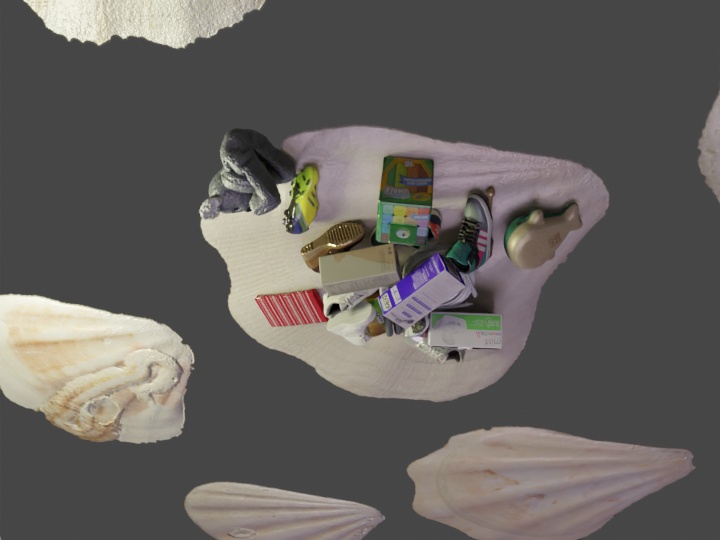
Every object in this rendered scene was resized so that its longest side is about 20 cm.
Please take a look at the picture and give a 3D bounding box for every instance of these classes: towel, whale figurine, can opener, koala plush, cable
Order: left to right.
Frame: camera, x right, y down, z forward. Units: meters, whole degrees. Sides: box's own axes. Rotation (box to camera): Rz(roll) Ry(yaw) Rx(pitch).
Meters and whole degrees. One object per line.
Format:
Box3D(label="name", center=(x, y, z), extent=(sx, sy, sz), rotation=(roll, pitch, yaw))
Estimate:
Box3D(label="koala plush", center=(-0.282, -0.205, 1.419), extent=(0.198, 0.179, 0.184), rotation=(-32, 113, 35))
Box3D(label="towel", center=(-0.200, 0.113, 1.827), extent=(0.194, 0.023, 0.146), rotation=(-7, 136, 17))
Box3D(label="can opener", center=(0.084, 0.107, 1.676), extent=(0.051, 0.068, 0.204), rotation=(-9, 133, -3))
Box3D(label="cable", center=(0.205, 0.018, 1.620), extent=(0.193, 0.070, 0.204), rotation=(-11, 128, 3))
Box3D(label="whale figurine", center=(0.436, -0.095, 1.489), extent=(0.197, 0.105, 0.160), rotation=(-32, 128, 3))

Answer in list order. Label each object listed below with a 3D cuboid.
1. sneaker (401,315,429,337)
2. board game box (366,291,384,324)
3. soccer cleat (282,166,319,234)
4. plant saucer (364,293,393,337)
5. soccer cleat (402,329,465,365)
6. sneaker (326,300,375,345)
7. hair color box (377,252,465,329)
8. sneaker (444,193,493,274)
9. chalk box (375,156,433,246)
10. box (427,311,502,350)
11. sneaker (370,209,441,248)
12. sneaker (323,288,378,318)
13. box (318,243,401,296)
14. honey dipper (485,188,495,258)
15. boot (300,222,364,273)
Box3D(label="sneaker", center=(0.159, 0.141, 1.691), extent=(0.070, 0.074, 0.200), rotation=(-8, 171, -11))
Box3D(label="board game box", center=(0.123, 0.075, 1.710), extent=(0.195, 0.030, 0.097), rotation=(-22, 128, 11))
Box3D(label="soccer cleat", center=(-0.133, -0.173, 1.511), extent=(0.082, 0.066, 0.203), rotation=(-6, 139, -31))
Box3D(label="plant saucer", center=(0.005, 0.119, 1.794), extent=(0.193, 0.036, 0.204), rotation=(4, 135, 3))
Box3D(label="soccer cleat", center=(0.221, 0.229, 1.840), extent=(0.193, 0.088, 0.071), rotation=(11, 137, -3))
Box3D(label="sneaker", center=(0.004, 0.152, 1.744), extent=(0.114, 0.075, 0.198), rotation=(32, 148, -27))
Box3D(label="hair color box", center=(0.152, 0.054, 1.541), extent=(0.198, 0.066, 0.108), rotation=(-39, 138, 19))
Box3D(label="sneaker", center=(0.255, -0.073, 1.484), extent=(0.082, 0.120, 0.205), rotation=(22, 136, 38))
Box3D(label="chalk box", center=(0.099, -0.143, 1.393), extent=(0.120, 0.204, 0.126), rotation=(5, 137, 2))
Box3D(label="box", center=(0.283, 0.168, 1.700), extent=(0.193, 0.100, 0.176), rotation=(2, 174, 6))
Box3D(label="sneaker", center=(0.108, -0.085, 1.535), extent=(0.195, 0.086, 0.075), rotation=(-20, 131, 26))
Box3D(label="sneaker", center=(-0.020, 0.068, 1.672), extent=(0.197, 0.082, 0.076), rotation=(-32, 112, 23))
Box3D(label="box", center=(0.000, 0.000, 1.548), extent=(0.193, 0.080, 0.095), rotation=(-9, 159, 8))
Box3D(label="honey dipper", center=(0.314, -0.114, 1.512), extent=(0.037, 0.039, 0.204), rotation=(1, 134, 6))
Box3D(label="boot", center=(-0.046, -0.043, 1.632), extent=(0.195, 0.074, 0.166), rotation=(-20, 144, 21))
